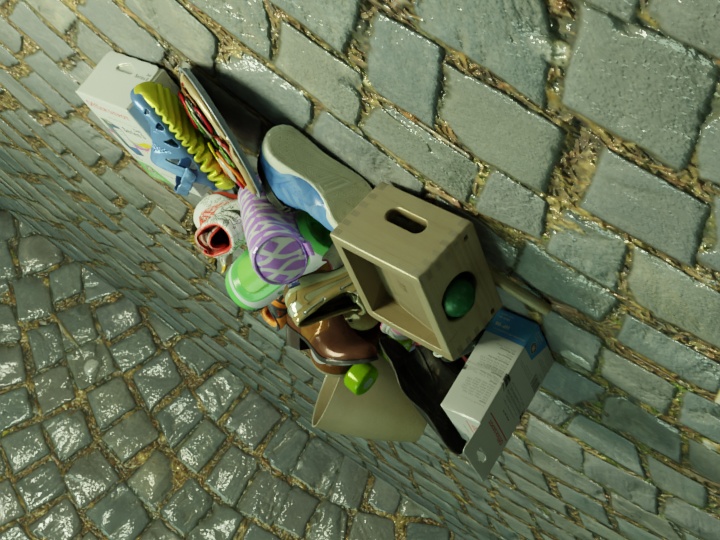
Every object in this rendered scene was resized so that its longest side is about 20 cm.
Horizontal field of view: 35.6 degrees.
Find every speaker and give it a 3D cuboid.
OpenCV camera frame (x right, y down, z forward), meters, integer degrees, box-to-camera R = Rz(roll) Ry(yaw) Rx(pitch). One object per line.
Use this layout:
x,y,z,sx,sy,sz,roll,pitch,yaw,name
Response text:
-0.115,-0.018,1.662,0.088,0.089,0.199,41,130,-18,speaker

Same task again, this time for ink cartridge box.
0.178,0.169,1.519,0.067,0.201,0.116,22,160,33,ink cartridge box
-0.301,-0.215,1.649,0.145,0.088,0.200,23,158,41,ink cartridge box

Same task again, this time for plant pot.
0.032,0.250,2.159,0.198,0.189,0.187,23,166,-8,plant pot

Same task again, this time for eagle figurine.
-0.204,-0.064,1.863,0.199,0.153,0.151,-24,169,37,eagle figurine

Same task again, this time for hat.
0.114,0.155,1.592,0.201,0.081,0.201,51,-171,-12,hat

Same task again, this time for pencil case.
-0.119,-0.062,1.540,0.084,0.085,0.201,58,-175,-35,pencil case

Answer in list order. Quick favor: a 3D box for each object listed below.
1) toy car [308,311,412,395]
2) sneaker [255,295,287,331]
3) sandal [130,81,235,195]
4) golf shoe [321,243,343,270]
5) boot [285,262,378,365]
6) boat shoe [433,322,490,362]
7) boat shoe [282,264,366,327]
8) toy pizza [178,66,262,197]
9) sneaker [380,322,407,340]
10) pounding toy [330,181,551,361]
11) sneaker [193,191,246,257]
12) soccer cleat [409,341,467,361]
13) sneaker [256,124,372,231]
-0.018,0.066,1.774,0.164,0.157,0.201,40,156,25,toy car
-0.120,0.037,1.860,0.077,0.112,0.200,39,-173,11,sneaker
-0.258,-0.172,1.552,0.201,0.086,0.080,54,-162,-33,sandal
0.000,0.000,1.605,0.075,0.092,0.200,39,169,33,golf shoe
-0.038,0.032,1.692,0.068,0.203,0.187,-5,-164,-38,boot
0.127,0.094,1.518,0.071,0.068,0.199,20,-175,25,boat shoe
-0.002,0.028,1.509,0.072,0.198,0.077,67,179,-48,boat shoe
-0.193,-0.178,1.492,0.201,0.032,0.200,57,174,9,toy pizza
0.088,0.069,1.647,0.088,0.082,0.200,35,165,7,sneaker
0.102,0.003,1.382,0.199,0.142,0.185,27,154,40,pounding toy
-0.222,-0.068,1.703,0.200,0.108,0.068,1,118,47,sneaker
0.115,0.129,1.815,0.077,0.066,0.200,58,160,-12,soccer cleat
-0.055,-0.098,1.473,0.199,0.077,0.111,40,160,-3,sneaker
